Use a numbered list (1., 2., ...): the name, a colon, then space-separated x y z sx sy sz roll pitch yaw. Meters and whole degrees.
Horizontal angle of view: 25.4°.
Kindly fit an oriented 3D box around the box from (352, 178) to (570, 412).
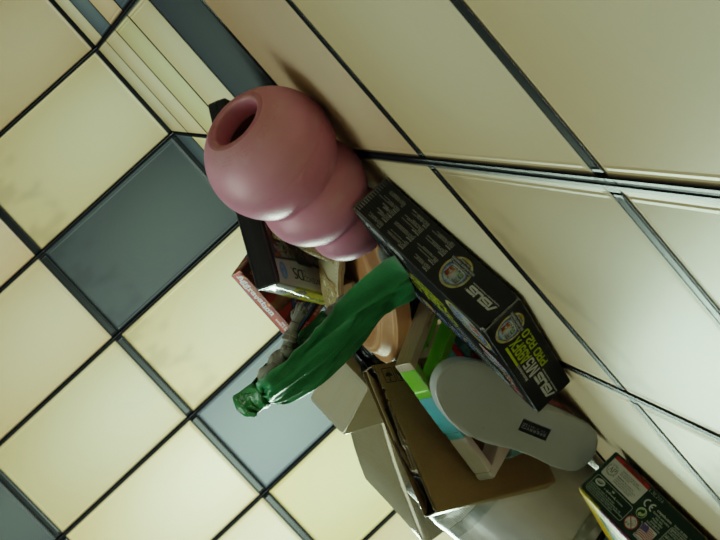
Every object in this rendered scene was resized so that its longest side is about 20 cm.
1. box: 0.091 0.023 1.446 0.200 0.044 0.160 44 175 38

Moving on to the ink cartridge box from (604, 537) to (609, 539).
1. ink cartridge box: 0.276 0.373 1.719 0.086 0.147 0.200 35 -167 -8

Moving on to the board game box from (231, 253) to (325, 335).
1. board game box: -0.062 -0.020 1.764 0.019 0.200 0.103 -28 111 42

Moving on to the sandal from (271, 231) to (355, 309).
1. sandal: -0.053 -0.033 1.596 0.078 0.069 0.212 -131 28 -53

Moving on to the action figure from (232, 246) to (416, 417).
1. action figure: -0.038 0.064 1.480 0.055 0.200 0.118 46 175 26

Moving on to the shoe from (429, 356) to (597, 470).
1. shoe: 0.137 0.130 1.565 0.200 0.072 0.091 27 -174 -27

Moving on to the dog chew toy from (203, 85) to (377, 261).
1. dog chew toy: -0.051 -0.080 1.477 0.200 0.125 0.125 41 180 -36

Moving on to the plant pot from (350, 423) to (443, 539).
1. plant pot: 0.088 0.192 2.075 0.177 0.199 0.200 62 169 -30

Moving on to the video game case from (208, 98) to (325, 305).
1. video game case: -0.089 -0.068 1.671 0.181 0.025 0.201 17 -125 -69

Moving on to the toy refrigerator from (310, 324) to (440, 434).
1. toy refrigerator: 0.041 0.121 1.853 0.200 0.076 0.070 -13 -132 -46

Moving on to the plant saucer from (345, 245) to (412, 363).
1. plant saucer: 0.000 0.000 1.644 0.200 0.032 0.201 163 90 -75

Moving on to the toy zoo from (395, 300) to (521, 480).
1. toy zoo: 0.110 0.118 1.613 0.020 0.131 0.200 -15 125 34

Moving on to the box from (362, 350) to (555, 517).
1. box: 0.105 0.163 1.646 0.200 0.021 0.164 -4 -116 -48

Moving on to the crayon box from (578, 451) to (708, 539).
1. crayon box: 0.312 0.286 1.552 0.200 0.058 0.173 45 176 30

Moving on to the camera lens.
1. camera lens: 0.171 0.251 1.777 0.200 0.160 0.160 39 175 -1

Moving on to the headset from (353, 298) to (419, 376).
1. headset: 0.023 0.046 1.765 0.094 0.124 0.200 23 -160 -16
